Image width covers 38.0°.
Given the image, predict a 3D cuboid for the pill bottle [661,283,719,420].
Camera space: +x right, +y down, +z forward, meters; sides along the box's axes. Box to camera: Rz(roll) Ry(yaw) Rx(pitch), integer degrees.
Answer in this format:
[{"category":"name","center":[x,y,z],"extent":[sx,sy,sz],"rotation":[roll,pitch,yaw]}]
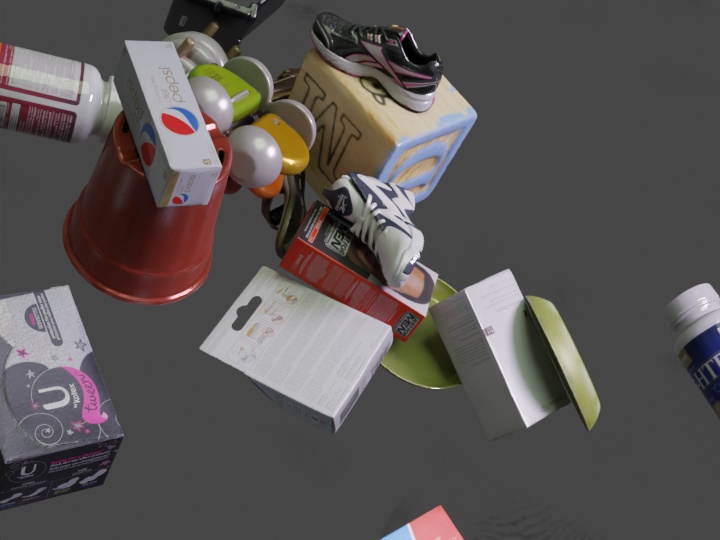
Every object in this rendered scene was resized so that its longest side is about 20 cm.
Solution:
[{"category":"pill bottle","center":[0.558,0.127,1.613],"extent":[0.119,0.120,0.201],"rotation":[-9,58,-33]}]

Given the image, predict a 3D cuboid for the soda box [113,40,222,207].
[{"category":"soda box","center":[-0.224,-0.170,1.201],"extent":[0.063,0.068,0.201],"rotation":[-6,57,-31]}]

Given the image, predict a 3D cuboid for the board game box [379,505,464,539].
[{"category":"board game box","center":[0.088,0.391,1.199],"extent":[0.152,0.040,0.201],"rotation":[-19,65,-38]}]

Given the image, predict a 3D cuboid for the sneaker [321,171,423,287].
[{"category":"sneaker","center":[0.008,-0.063,1.361],"extent":[0.128,0.080,0.200],"rotation":[21,38,-16]}]

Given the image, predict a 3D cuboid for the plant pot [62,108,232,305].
[{"category":"plant pot","center":[-0.256,-0.094,1.307],"extent":[0.199,0.196,0.202],"rotation":[14,49,-17]}]

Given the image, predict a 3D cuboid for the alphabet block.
[{"category":"alphabet block","center":[0.018,-0.212,1.552],"extent":[0.194,0.197,0.200],"rotation":[-26,68,-41]}]

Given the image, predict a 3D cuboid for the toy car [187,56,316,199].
[{"category":"toy car","center":[-0.170,-0.182,1.417],"extent":[0.200,0.150,0.175],"rotation":[44,35,-1]}]

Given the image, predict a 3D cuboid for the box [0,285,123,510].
[{"category":"box","center":[-0.353,0.132,1.124],"extent":[0.131,0.115,0.201],"rotation":[-9,59,-33]}]

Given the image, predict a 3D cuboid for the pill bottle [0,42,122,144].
[{"category":"pill bottle","center":[-0.412,-0.231,1.397],"extent":[0.198,0.110,0.110],"rotation":[11,49,-21]}]

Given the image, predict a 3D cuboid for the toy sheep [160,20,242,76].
[{"category":"toy sheep","center":[-0.248,-0.281,1.507],"extent":[0.137,0.138,0.200],"rotation":[34,30,2]}]

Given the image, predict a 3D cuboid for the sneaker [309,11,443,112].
[{"category":"sneaker","center":[0.031,-0.310,1.443],"extent":[0.199,0.087,0.081],"rotation":[28,44,-3]}]

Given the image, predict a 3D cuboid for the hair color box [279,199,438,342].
[{"category":"hair color box","center":[0.000,0.000,1.403],"extent":[0.199,0.061,0.102],"rotation":[31,37,-7]}]

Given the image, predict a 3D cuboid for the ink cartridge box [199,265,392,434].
[{"category":"ink cartridge box","center":[-0.080,0.099,1.345],"extent":[0.198,0.057,0.163],"rotation":[22,53,19]}]

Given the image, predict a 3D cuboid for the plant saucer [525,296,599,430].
[{"category":"plant saucer","center":[0.282,0.121,1.434],"extent":[0.031,0.200,0.201],"rotation":[-25,60,5]}]

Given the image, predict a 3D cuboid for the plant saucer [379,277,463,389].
[{"category":"plant saucer","center":[0.078,0.085,1.454],"extent":[0.198,0.031,0.201],"rotation":[15,47,-17]}]

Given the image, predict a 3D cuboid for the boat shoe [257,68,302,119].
[{"category":"boat shoe","center":[-0.099,-0.281,1.636],"extent":[0.199,0.070,0.071],"rotation":[-18,70,-47]}]

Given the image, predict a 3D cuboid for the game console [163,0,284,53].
[{"category":"game console","center":[-0.193,-0.411,1.582],"extent":[0.174,0.200,0.118],"rotation":[16,81,-15]}]

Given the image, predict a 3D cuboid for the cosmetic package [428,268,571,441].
[{"category":"cosmetic package","center":[0.188,0.115,1.412],"extent":[0.112,0.081,0.202],"rotation":[-21,82,-44]}]

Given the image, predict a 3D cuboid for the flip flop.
[{"category":"flip flop","center":[-0.112,-0.100,1.482],"extent":[0.057,0.081,0.202],"rotation":[-9,60,9]}]
